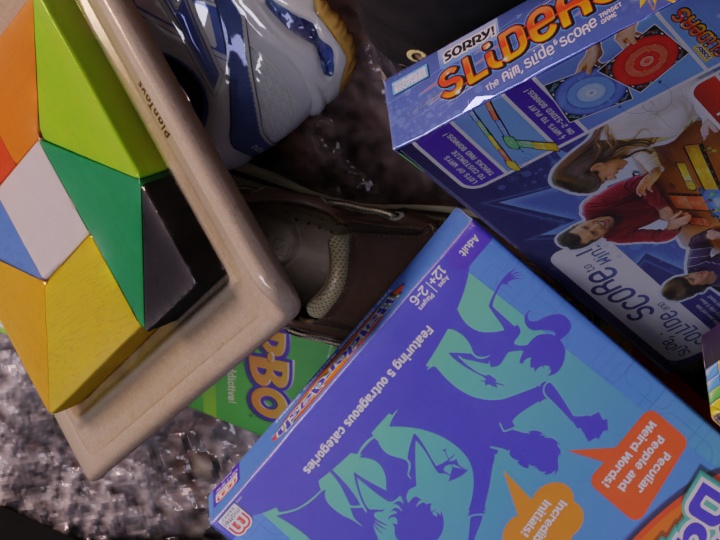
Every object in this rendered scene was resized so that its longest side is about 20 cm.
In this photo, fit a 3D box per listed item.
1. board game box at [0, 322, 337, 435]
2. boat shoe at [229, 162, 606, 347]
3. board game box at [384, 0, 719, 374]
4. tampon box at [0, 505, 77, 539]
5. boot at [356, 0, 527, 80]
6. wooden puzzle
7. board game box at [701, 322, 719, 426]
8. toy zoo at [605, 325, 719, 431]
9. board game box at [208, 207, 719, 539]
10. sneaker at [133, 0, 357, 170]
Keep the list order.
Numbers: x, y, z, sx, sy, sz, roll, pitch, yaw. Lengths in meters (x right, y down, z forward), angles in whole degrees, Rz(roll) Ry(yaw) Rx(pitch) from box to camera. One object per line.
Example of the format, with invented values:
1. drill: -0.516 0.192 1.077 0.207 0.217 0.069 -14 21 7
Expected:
1. board game box: -0.087 0.010 0.800 0.200 0.030 0.096 22 115 11
2. boat shoe: -0.001 0.006 0.718 0.202 0.075 0.075 13 101 11
3. board game box: 0.121 -0.038 0.644 0.135 0.034 0.200 -27 140 25
4. tampon box: -0.225 0.201 0.866 0.200 0.126 0.150 22 116 8
5. boot: 0.079 -0.111 0.629 0.200 0.151 0.073 0 71 23
6. wooden puzzle: -0.118 -0.024 0.706 0.185 0.037 0.200 60 141 9
7. board game box: 0.257 0.052 0.662 0.200 0.057 0.165 40 120 -21
8. toy zoo: 0.086 0.083 0.778 0.200 0.020 0.131 40 117 -1
9. board game box: 0.065 0.098 0.680 0.200 0.045 0.152 39 93 -10
10. sneaker: -0.094 -0.128 0.703 0.088 0.075 0.200 -44 93 -5
